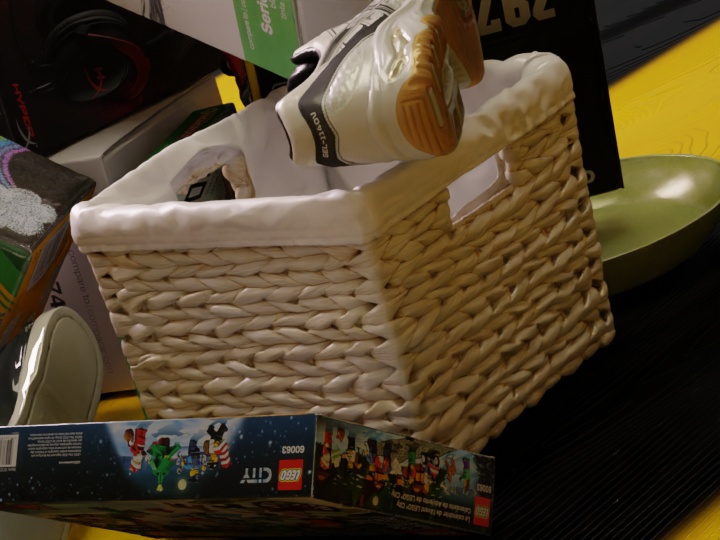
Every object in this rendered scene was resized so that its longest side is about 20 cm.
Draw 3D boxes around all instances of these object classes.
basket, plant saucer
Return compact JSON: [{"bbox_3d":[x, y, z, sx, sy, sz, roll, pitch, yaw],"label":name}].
[{"bbox_3d":[0.000,0.000,1.459,0.199,0.161,0.198,-4,21,39],"label":"basket"},{"bbox_3d":[0.119,-0.017,1.626,0.199,0.031,0.200,-16,16,5],"label":"plant saucer"}]

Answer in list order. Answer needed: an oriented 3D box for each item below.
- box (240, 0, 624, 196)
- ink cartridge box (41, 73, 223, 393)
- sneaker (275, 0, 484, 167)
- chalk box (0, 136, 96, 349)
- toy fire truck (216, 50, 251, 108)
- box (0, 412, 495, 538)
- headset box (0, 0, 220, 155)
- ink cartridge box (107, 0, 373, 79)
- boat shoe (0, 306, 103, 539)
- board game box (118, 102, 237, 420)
[{"bbox_3d":[0.039,-0.098,1.611,0.199,0.160,0.049,-15,27,-5],"label":"box"},{"bbox_3d":[-0.180,-0.015,1.711,0.199,0.147,0.146,-8,18,29],"label":"ink cartridge box"},{"bbox_3d":[0.008,-0.106,1.387,0.087,0.076,0.200,-12,18,15],"label":"sneaker"},{"bbox_3d":[-0.269,-0.021,1.567,0.199,0.124,0.125,25,24,3],"label":"chalk box"},{"bbox_3d":[0.009,-0.088,1.686,0.141,0.200,0.049,-28,39,-5],"label":"toy fire truck"},{"bbox_3d":[-0.058,0.096,1.301,0.199,0.038,0.136,-5,-14,37],"label":"box"},{"bbox_3d":[-0.162,-0.166,1.663,0.200,0.149,0.075,-29,22,-36],"label":"headset box"},{"bbox_3d":[-0.061,-0.199,1.555,0.200,0.084,0.146,25,53,33],"label":"ink cartridge box"},{"bbox_3d":[-0.187,0.100,1.432,0.066,0.075,0.200,-18,39,27],"label":"boat shoe"},{"bbox_3d":[-0.091,0.000,1.595,0.029,0.135,0.200,-12,17,19],"label":"board game box"}]
